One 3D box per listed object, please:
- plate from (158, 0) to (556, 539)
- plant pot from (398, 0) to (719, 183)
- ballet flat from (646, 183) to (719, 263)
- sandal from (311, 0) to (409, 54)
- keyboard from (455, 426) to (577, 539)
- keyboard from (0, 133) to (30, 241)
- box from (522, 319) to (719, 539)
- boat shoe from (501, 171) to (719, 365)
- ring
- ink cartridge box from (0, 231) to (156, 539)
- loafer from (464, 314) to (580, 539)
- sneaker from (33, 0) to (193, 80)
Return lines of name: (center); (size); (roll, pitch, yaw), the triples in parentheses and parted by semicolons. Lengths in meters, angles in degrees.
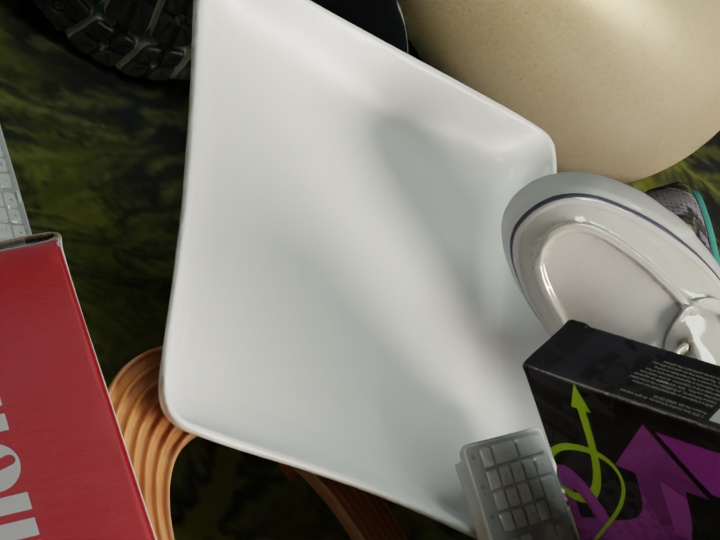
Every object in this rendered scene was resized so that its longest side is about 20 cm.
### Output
plate: (0.000, 0.000, 0.876); (0.199, 0.032, 0.201); (25, 56, -36)
plant pot: (0.079, -0.160, 1.068); (0.200, 0.187, 0.188); (29, 30, -52)
ballet flat: (0.157, 0.043, 1.075); (0.072, 0.072, 0.201); (14, 42, -34)
sandal: (-0.018, -0.060, 0.959); (0.075, 0.043, 0.201); (0, 64, 6)
keyboard: (0.084, 0.160, 0.856); (0.056, 0.011, 0.201); (-9, 79, -47)
keyboard: (-0.172, -0.058, 0.898); (0.056, 0.011, 0.201); (11, 44, -37)
box: (0.145, 0.121, 0.829); (0.036, 0.143, 0.201); (-39, 124, -27)
boat shoe: (0.130, 0.046, 0.899); (0.200, 0.072, 0.066); (51, 17, -20)
ring: (-0.029, 0.118, 0.803); (0.200, 0.019, 0.201); (43, 26, -27)
ink cartridge box: (-0.101, 0.098, 0.641); (0.083, 0.176, 0.201); (-12, 55, -17)
loafer: (0.085, 0.106, 0.941); (0.200, 0.073, 0.072); (40, 55, 8)
sneaker: (-0.131, -0.166, 1.017); (0.199, 0.078, 0.090); (32, 31, -13)
